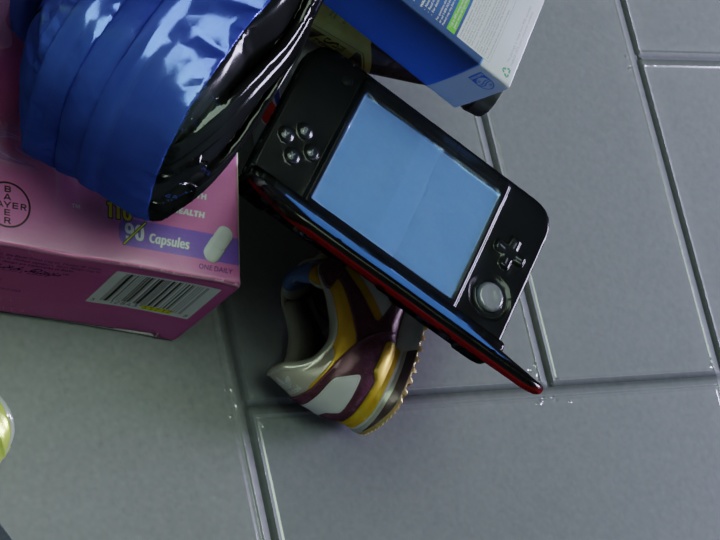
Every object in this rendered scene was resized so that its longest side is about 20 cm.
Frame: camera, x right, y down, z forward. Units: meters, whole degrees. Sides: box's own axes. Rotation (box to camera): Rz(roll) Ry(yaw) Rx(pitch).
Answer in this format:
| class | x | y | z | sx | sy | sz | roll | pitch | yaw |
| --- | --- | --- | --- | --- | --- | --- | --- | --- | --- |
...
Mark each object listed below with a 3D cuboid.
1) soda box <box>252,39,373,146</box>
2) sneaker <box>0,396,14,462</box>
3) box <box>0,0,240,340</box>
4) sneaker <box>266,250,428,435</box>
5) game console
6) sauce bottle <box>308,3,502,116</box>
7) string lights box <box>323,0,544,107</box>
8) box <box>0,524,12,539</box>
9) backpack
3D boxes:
| class | x | y | z | sx | sy | sz | roll | pitch | yaw |
| --- | --- | --- | --- | --- | --- | --- | --- | --- | --- |
| soda box | -0.038 | -0.144 | 1.626 | 0.063 | 0.068 | 0.201 | 0 | 68 | -29 |
| sneaker | -0.287 | 0.066 | 1.373 | 0.200 | 0.076 | 0.105 | 37 | 55 | -13 |
| box | -0.170 | -0.078 | 1.497 | 0.175 | 0.097 | 0.201 | 11 | 63 | -27 |
| sneaker | 0.000 | 0.000 | 1.580 | 0.090 | 0.075 | 0.201 | 29 | 55 | -24 |
| game console | 0.038 | -0.034 | 1.504 | 0.200 | 0.119 | 0.173 | 36 | 61 | -17 |
| sauce bottle | 0.003 | -0.161 | 1.575 | 0.199 | 0.066 | 0.066 | 30 | 56 | -14 |
| string lights box | 0.020 | -0.201 | 1.513 | 0.200 | 0.059 | 0.103 | 37 | 61 | -25 |
| box | -0.276 | 0.215 | 1.234 | 0.197 | 0.200 | 0.118 | -39 | 92 | -37 |
| backpack | -0.118 | -0.138 | 1.403 | 0.167 | 0.163 | 0.200 | 26 | 64 | 5 |
